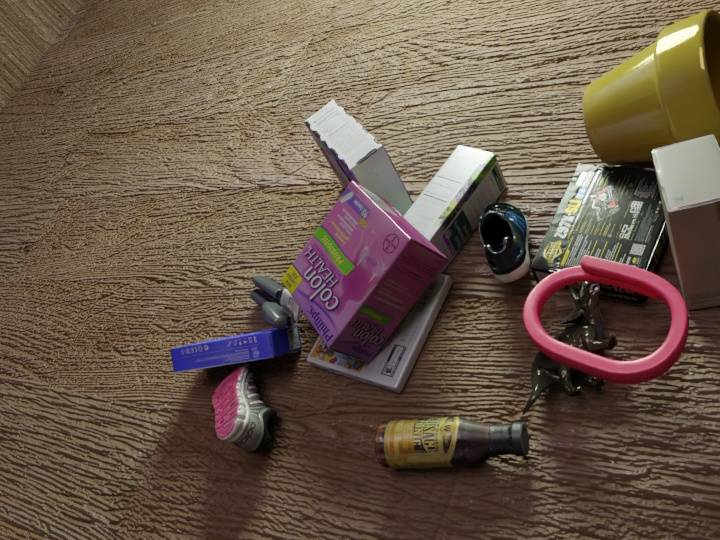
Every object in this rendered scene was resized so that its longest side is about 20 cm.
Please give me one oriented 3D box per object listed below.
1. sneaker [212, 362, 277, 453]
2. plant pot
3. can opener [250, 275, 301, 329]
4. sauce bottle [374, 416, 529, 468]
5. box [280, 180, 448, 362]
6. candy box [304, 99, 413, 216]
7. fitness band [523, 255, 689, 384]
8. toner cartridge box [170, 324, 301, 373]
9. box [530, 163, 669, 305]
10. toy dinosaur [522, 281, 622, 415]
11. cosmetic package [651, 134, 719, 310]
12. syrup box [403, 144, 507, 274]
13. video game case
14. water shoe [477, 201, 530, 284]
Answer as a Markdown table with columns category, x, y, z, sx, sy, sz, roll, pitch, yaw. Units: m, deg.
| category | x | y | z | sx | sy | sz | roll | pitch | yaw |
| --- | --- | --- | --- | --- | --- | --- | --- | --- | --- |
| sneaker | -0.178 | 0.218 | 1.099 | 0.074 | 0.087 | 0.200 | -44 | 21 | 6 |
| plant pot | 0.433 | -0.239 | 1.006 | 0.188 | 0.201 | 0.202 | -12 | 48 | 44 |
| can opener | -0.148 | 0.049 | 1.183 | 0.200 | 0.066 | 0.053 | 28 | 104 | 63 |
| sauce bottle | 0.117 | 0.222 | 0.913 | 0.198 | 0.066 | 0.067 | -11 | 50 | 24 |
| box | 0.000 | 0.000 | 1.065 | 0.201 | 0.096 | 0.176 | -53 | 45 | 13 |
| candy box | 0.000 | -0.183 | 1.236 | 0.071 | 0.168 | 0.200 | -36 | 44 | -2 |
| fitness band | 0.297 | 0.059 | 0.863 | 0.199 | 0.037 | 0.144 | 19 | 70 | 40 |
| toner cartridge box | -0.206 | 0.130 | 1.165 | 0.198 | 0.095 | 0.044 | -12 | 87 | 25 |
| box | 0.355 | -0.059 | 1.000 | 0.159 | 0.049 | 0.201 | 10 | 62 | 40 |
| toy dinosaur | 0.272 | 0.114 | 0.911 | 0.200 | 0.077 | 0.102 | -51 | 34 | -7 |
| cosmetic package | 0.411 | -0.052 | 0.850 | 0.070 | 0.200 | 0.106 | -13 | 50 | 22 |
| syrup box | 0.146 | -0.100 | 1.142 | 0.081 | 0.079 | 0.201 | 24 | 70 | 41 |
| video game case | 0.029 | 0.081 | 1.111 | 0.181 | 0.023 | 0.201 | 11 | 63 | 37 |
| water shoe | 0.212 | -0.065 | 1.050 | 0.071 | 0.079 | 0.201 | -23 | 31 | 15 |
